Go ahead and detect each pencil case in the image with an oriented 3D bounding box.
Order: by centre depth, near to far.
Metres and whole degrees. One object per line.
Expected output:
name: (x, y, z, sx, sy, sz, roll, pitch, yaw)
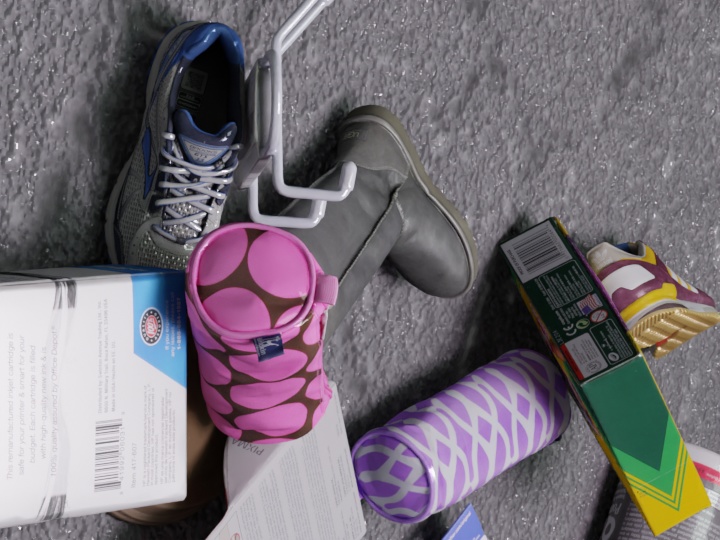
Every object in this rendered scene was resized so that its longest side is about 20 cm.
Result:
pencil case: (-0.060, 0.046, 1.560, 0.200, 0.093, 0.091, 90, -2, -68)
pencil case: (0.078, 0.123, 1.860, 0.200, 0.085, 0.084, -24, 104, -48)

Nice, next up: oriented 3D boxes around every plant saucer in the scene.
plant saucer: (-0.124, 0.073, 1.646, 0.200, 0.029, 0.201, -9, 101, -51)

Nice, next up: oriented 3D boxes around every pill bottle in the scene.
pill bottle: (0.253, 0.252, 2.078, 0.111, 0.110, 0.201, 39, 65, -47)

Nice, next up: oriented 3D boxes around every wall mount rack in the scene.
wall mount rack: (-0.039, -0.123, 1.602, 0.074, 0.200, 0.175, 3, 82, -10)

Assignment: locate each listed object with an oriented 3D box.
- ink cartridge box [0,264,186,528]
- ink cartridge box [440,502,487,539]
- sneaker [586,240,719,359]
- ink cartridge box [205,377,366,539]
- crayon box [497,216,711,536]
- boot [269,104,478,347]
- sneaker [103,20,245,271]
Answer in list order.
ink cartridge box: (-0.205, 0.074, 1.479, 0.199, 0.084, 0.147, -3, 97, -42)
ink cartridge box: (0.073, 0.291, 1.915, 0.119, 0.042, 0.201, -47, 132, -37)
sneaker: (0.245, 0.017, 2.064, 0.090, 0.075, 0.200, 60, 12, 15)
ink cartridge box: (-0.074, 0.187, 1.684, 0.200, 0.050, 0.162, -48, 144, -34)
crayon box: (0.189, 0.081, 1.915, 0.058, 0.200, 0.173, -27, 126, 1)
boot: (-0.001, 0.001, 1.730, 0.182, 0.072, 0.200, 54, 37, -24)
sneaker: (-0.115, -0.069, 1.574, 0.077, 0.085, 0.201, 9, 82, -18)
